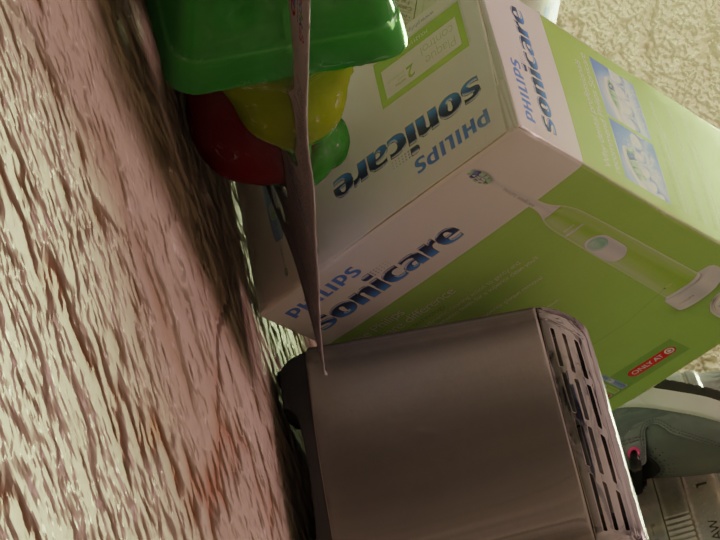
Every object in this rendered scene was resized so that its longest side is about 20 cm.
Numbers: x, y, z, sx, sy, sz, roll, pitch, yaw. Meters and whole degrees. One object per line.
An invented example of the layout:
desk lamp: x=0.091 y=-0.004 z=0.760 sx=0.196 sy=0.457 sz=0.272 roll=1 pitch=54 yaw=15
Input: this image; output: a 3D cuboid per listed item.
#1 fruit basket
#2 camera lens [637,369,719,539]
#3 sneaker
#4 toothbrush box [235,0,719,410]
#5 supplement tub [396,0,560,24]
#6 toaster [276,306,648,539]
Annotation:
fruit basket: x=-0.031 y=-0.092 z=0.902 sx=0.201 sy=0.093 sz=0.186 roll=79 pitch=-6 yaw=-48
camera lens: x=0.132 y=0.150 z=1.327 sx=0.160 sy=0.198 sz=0.161 roll=-16 pitch=90 yaw=-85
sneaker: x=0.102 y=0.122 z=1.206 sx=0.084 sy=0.198 sz=0.122 roll=65 pitch=25 yaw=-56
toothbrush box: x=0.067 y=-0.018 z=1.023 sx=0.199 sy=0.145 sz=0.087 roll=24 pitch=41 yaw=-42
supplement tub: x=0.037 y=-0.139 z=1.225 sx=0.132 sy=0.131 sz=0.201 roll=-100 pitch=-166 yaw=-51
toaster: x=0.047 y=0.105 z=0.939 sx=0.201 sy=0.128 sz=0.114 roll=-100 pitch=172 yaw=-46
